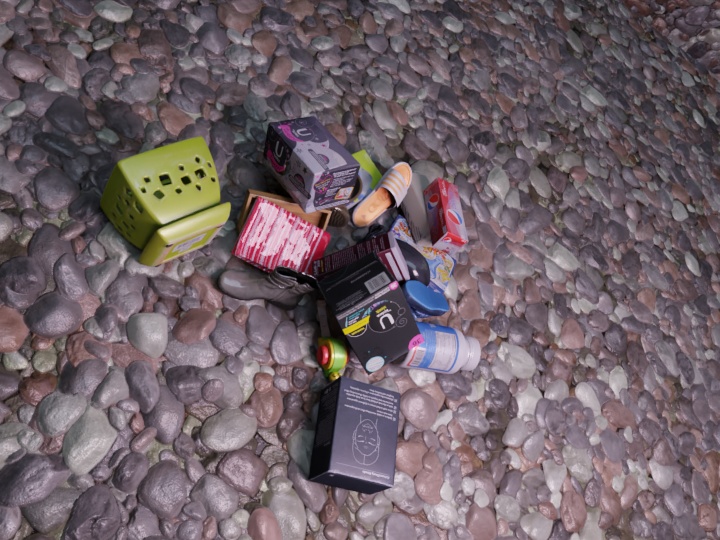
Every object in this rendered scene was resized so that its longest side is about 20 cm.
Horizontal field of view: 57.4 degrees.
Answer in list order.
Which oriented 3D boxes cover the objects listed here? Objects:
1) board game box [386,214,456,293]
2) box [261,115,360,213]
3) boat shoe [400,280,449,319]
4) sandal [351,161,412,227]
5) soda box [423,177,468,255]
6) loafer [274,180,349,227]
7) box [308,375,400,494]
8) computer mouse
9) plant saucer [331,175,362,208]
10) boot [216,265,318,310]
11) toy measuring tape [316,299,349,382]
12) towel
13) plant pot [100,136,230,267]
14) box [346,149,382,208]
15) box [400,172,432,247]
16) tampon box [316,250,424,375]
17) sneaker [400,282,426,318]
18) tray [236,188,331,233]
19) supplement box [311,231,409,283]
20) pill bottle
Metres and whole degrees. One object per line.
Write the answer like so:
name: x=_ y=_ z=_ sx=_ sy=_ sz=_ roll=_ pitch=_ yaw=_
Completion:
board game box: x=0.148 y=-0.038 z=1.687 sx=0.199 sy=0.034 sz=0.136 roll=37 pitch=41 yaw=-7
box: x=-0.116 y=-0.244 z=1.489 sx=0.131 sy=0.115 sz=0.200 roll=-18 pitch=53 yaw=-34
boat shoe: x=0.140 y=0.082 z=1.518 sx=0.200 sy=0.068 sz=0.085 roll=29 pitch=38 yaw=-51
sandal: x=0.067 y=-0.183 z=1.665 sx=0.207 sy=0.059 sz=0.079 roll=-48 pitch=121 yaw=-7
soda box: x=0.211 y=-0.137 z=1.639 sx=0.070 sy=0.063 sz=0.201 roll=21 pitch=44 yaw=-26
loafer: x=-0.110 y=-0.178 z=1.600 sx=0.199 sy=0.076 sz=0.068 roll=30 pitch=47 yaw=-6
box: x=-0.009 y=0.345 z=1.372 sx=0.147 sy=0.107 sz=0.202 roll=20 pitch=57 yaw=-19
computer mouse: x=0.091 y=-0.036 z=1.567 sx=0.199 sy=0.053 sz=0.139 roll=37 pitch=41 yaw=1
plant saucer: x=-0.093 y=-0.212 z=1.571 sx=0.198 sy=0.030 sz=0.201 roll=10 pitch=42 yaw=-9
boot: x=-0.199 y=0.019 z=1.419 sx=0.198 sy=0.131 sz=0.068 roll=16 pitch=58 yaw=-21
toy measuring tape: x=-0.065 y=0.150 z=1.465 sx=0.073 sy=0.074 sz=0.202 roll=4 pitch=64 yaw=-27
towel: x=-0.174 y=-0.059 z=1.487 sx=0.199 sy=0.022 sz=0.146 roll=27 pitch=83 yaw=-25
plant pot: x=-0.392 y=-0.131 z=1.355 sx=0.199 sy=0.199 sz=0.183 roll=-27 pitch=86 yaw=-36
box: x=-0.036 y=-0.224 z=1.688 sx=0.199 sy=0.048 sz=0.122 roll=-31 pitch=85 yaw=-37
box: x=0.161 y=-0.160 z=1.723 sx=0.082 sy=0.068 sz=0.201 roll=8 pitch=50 yaw=-37
tampon box: x=0.024 y=0.093 z=1.420 sx=0.149 sy=0.201 sz=0.126 roll=-30 pitch=39 yaw=-3
sneaker: x=0.120 y=0.058 z=1.608 sx=0.199 sy=0.082 sz=0.075 roll=20 pitch=56 yaw=-22
tray: x=-0.177 y=-0.119 z=1.525 sx=0.198 sy=0.099 sz=0.037 roll=10 pitch=25 yaw=-25
supplement box: x=0.000 y=0.000 z=1.484 sx=0.061 sy=0.198 sz=0.109 roll=-100 pitch=167 yaw=-48
pill bottle: x=0.179 y=0.185 z=1.557 sx=0.198 sy=0.112 sz=0.113 roll=12 pitch=60 yaw=-25
